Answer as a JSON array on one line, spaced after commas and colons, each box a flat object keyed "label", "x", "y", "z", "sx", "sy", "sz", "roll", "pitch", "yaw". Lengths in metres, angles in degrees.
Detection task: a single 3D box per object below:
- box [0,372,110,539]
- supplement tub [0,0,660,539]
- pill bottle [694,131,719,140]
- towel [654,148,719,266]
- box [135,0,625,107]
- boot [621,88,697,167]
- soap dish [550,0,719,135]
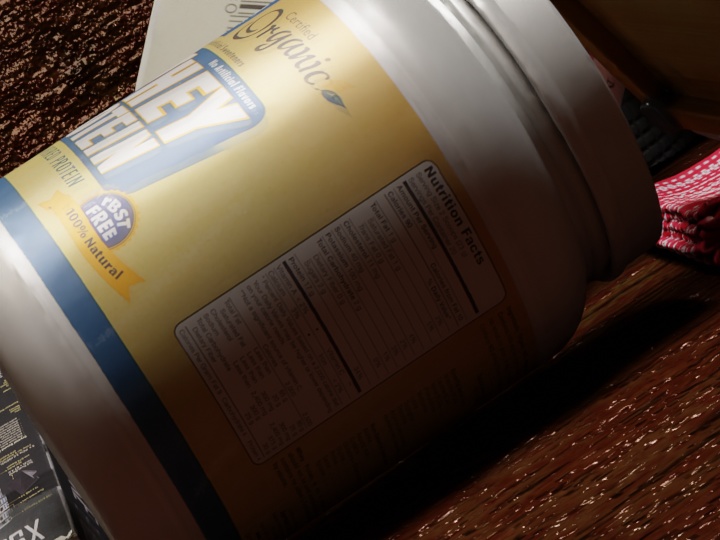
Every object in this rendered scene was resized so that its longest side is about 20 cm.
[{"label": "box", "x": -0.185, "y": 0.125, "z": 0.995, "sx": 0.199, "sy": 0.050, "sz": 0.158, "roll": -33, "pitch": 29, "yaw": -1}, {"label": "supplement tub", "x": -0.019, "y": -0.005, "z": 0.883, "sx": 0.199, "sy": 0.145, "sz": 0.145, "roll": -34, "pitch": 4, "yaw": -9}, {"label": "pill bottle", "x": 0.203, "y": -0.142, "z": 1.167, "sx": 0.200, "sy": 0.107, "sz": 0.106, "roll": -34, "pitch": 4, "yaw": -36}, {"label": "towel", "x": 0.166, "y": -0.051, "z": 0.991, "sx": 0.144, "sy": 0.023, "sz": 0.200, "roll": -32, "pitch": 4, "yaw": -1}, {"label": "box", "x": 0.017, "y": -0.095, "z": 1.116, "sx": 0.108, "sy": 0.129, "sz": 0.200, "roll": 6, "pitch": -11, "yaw": 33}, {"label": "boot", "x": 0.120, "y": -0.073, "z": 1.365, "sx": 0.199, "sy": 0.070, "sz": 0.132, "roll": -22, "pitch": -6, "yaw": -35}, {"label": "soap dish", "x": 0.116, "y": -0.106, "z": 0.874, "sx": 0.081, "sy": 0.157, "sz": 0.200, "roll": -52, "pitch": 22, "yaw": -8}]
